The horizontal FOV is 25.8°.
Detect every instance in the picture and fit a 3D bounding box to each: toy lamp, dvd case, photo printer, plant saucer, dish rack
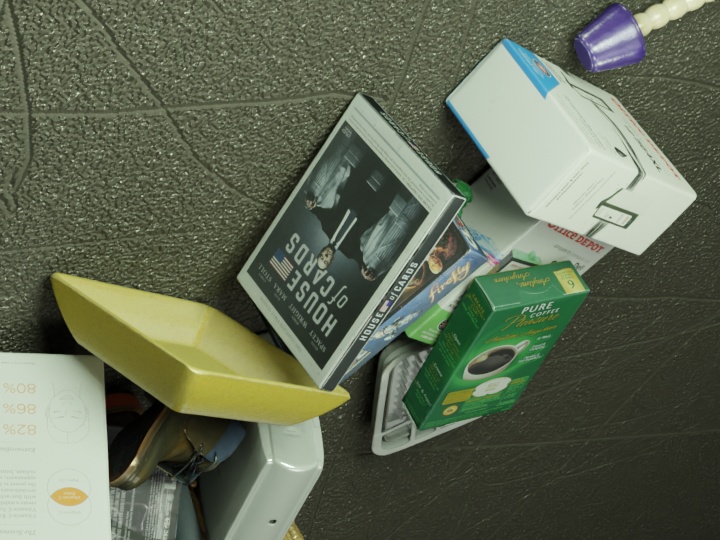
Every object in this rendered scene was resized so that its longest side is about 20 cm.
[{"bbox_3d":[0.281,-0.233,1.384,0.199,0.058,0.058,-29,149,-6],"label":"toy lamp"},{"bbox_3d":[-0.262,0.212,1.421,0.198,0.150,0.016,7,178,-19],"label":"dvd case"},{"bbox_3d":[-0.104,0.186,1.542,0.069,0.167,0.201,8,135,-21],"label":"photo printer"},{"bbox_3d":[-0.012,-0.024,1.302,0.025,0.150,0.201,15,117,-46],"label":"dvd case"},{"bbox_3d":[-0.140,0.074,1.311,0.199,0.199,0.049,15,101,-50],"label":"plant saucer"},{"bbox_3d":[0.085,0.113,1.719,0.170,0.044,0.201,-20,147,-18],"label":"dish rack"}]

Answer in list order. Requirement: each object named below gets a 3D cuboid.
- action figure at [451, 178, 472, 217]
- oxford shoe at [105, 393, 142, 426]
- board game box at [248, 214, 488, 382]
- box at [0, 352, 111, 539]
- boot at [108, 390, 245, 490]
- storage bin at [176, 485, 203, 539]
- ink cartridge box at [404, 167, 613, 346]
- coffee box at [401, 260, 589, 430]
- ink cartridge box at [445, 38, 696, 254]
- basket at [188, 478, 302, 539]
[{"bbox_3d":[0.028,-0.010,1.456,0.200,0.118,0.055,-44,136,4],"label":"action figure"},{"bbox_3d":[-0.285,0.173,1.447,0.199,0.073,0.071,-17,147,-23],"label":"oxford shoe"},{"bbox_3d":[0.000,0.000,1.393,0.200,0.136,0.035,-41,148,14],"label":"board game box"},{"bbox_3d":[-0.288,0.178,1.295,0.151,0.201,0.107,3,140,-15],"label":"box"},{"bbox_3d":[-0.155,0.152,1.380,0.075,0.097,0.200,-34,-165,25],"label":"boot"},{"bbox_3d":[-0.245,0.287,1.543,0.134,0.201,0.145,-33,151,21],"label":"storage bin"},{"bbox_3d":[0.136,-0.014,1.541,0.200,0.084,0.144,-42,147,19],"label":"ink cartridge box"},{"bbox_3d":[0.130,0.074,1.539,0.122,0.044,0.201,-10,145,-30],"label":"coffee box"},{"bbox_3d":[0.190,-0.106,1.397,0.084,0.146,0.199,-47,147,22],"label":"ink cartridge box"},{"bbox_3d":[-0.119,0.324,1.671,0.142,0.201,0.149,-30,150,-7],"label":"basket"}]
